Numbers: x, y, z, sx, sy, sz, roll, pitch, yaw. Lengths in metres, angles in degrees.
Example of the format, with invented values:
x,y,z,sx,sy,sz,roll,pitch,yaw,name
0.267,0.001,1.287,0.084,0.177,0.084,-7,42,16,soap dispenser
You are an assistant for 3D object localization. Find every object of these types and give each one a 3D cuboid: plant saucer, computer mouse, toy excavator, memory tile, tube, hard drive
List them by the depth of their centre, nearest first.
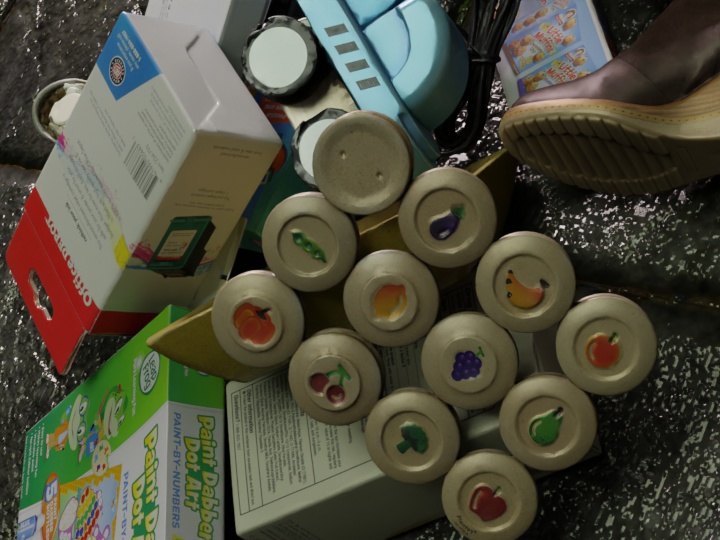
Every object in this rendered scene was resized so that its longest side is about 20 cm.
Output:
x,y,z,sx,sy,sz,roll,pitch,yaw,name
0.034,0.030,0.746,0.199,0.017,0.154,37,108,2,memory tile
0.000,0.000,0.858,0.199,0.200,0.049,-25,94,17,plant saucer
0.026,-0.159,0.896,0.199,0.100,0.196,-31,77,8,toy excavator
0.009,-0.144,0.970,0.198,0.046,0.142,14,94,25,computer mouse
-0.142,-0.008,1.012,0.052,0.058,0.199,-30,24,-31,tube
-0.105,-0.188,1.015,0.200,0.026,0.133,-121,46,-56,hard drive

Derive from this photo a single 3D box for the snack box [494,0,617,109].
x,y,z,sx,sy,sz,roll,pitch,yaw,name
0.114,-0.164,0.954,0.071,0.024,0.201,-26,51,20,snack box

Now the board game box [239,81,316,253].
x,y,z,sx,sy,sz,roll,pitch,yaw,name
-0.073,-0.116,1.051,0.151,0.045,0.201,11,72,40,board game box

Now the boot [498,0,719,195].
x,y,z,sx,sy,sz,roll,pitch,yaw,name
0.187,-0.129,0.852,0.198,0.073,0.167,0,55,27,boot

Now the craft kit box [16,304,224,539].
x,y,z,sx,sy,sz,roll,pitch,yaw,name
-0.149,0.153,0.904,0.197,0.048,0.201,-36,45,39,craft kit box

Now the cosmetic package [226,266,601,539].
x,y,z,sx,sy,sz,roll,pitch,yaw,name
0.025,0.082,0.841,0.199,0.071,0.106,-24,51,24,cosmetic package

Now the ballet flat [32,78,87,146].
x,y,z,sx,sy,sz,roll,pitch,yaw,name
-0.157,-0.089,1.023,0.199,0.064,0.068,18,76,42,ballet flat

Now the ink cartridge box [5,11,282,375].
x,y,z,sx,sy,sz,roll,pitch,yaw,name
-0.141,-0.042,0.931,0.201,0.067,0.117,-56,50,30,ink cartridge box
